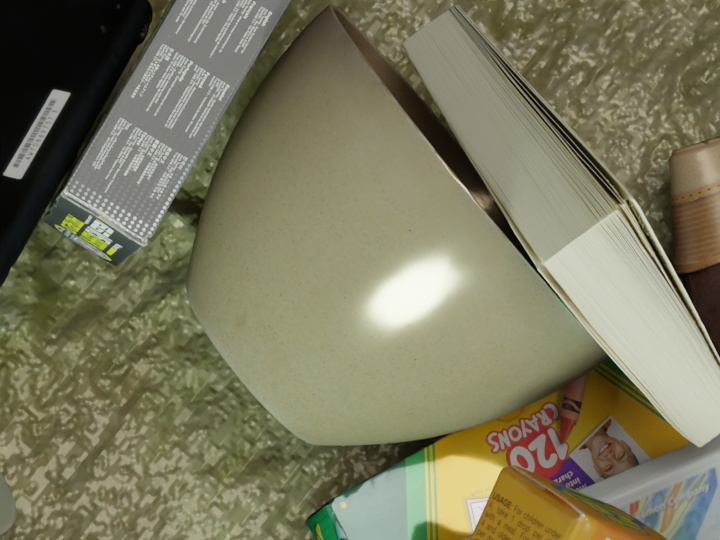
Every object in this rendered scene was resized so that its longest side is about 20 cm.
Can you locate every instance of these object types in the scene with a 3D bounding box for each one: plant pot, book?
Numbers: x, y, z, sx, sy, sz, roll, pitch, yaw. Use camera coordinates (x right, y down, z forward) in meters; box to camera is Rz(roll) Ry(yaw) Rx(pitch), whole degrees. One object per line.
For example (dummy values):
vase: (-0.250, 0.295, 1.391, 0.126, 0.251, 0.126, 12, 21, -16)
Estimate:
plant pot: (0.000, 0.000, 1.110, 0.134, 0.200, 0.201, -39, 86, 6)
book: (0.092, -0.021, 1.101, 0.048, 0.200, 0.134, -35, 126, 3)

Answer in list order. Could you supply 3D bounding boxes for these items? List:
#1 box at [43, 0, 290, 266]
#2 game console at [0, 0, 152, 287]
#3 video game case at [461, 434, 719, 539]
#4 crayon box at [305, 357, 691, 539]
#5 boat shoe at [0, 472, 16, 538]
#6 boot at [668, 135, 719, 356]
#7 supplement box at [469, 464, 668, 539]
box: (-0.071, -0.101, 1.104, 0.044, 0.160, 0.201, 31, 82, -8)
game console: (-0.205, -0.065, 1.092, 0.175, 0.031, 0.201, 13, 52, 15)
video game case: (0.107, 0.186, 1.105, 0.199, 0.022, 0.184, -20, 111, -20)
crayon box: (0.089, 0.119, 1.153, 0.199, 0.058, 0.119, -27, 84, -18)
boat shoe: (-0.238, 0.106, 1.056, 0.200, 0.071, 0.070, 6, 48, -51)
boot: (0.251, -0.002, 1.229, 0.199, 0.072, 0.168, -17, 92, -17)
supplement box: (0.058, 0.189, 1.032, 0.066, 0.069, 0.201, 23, 91, -31)
